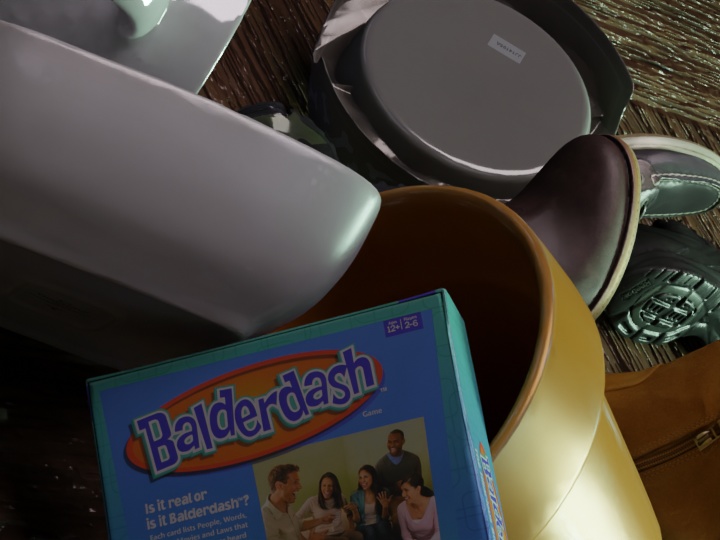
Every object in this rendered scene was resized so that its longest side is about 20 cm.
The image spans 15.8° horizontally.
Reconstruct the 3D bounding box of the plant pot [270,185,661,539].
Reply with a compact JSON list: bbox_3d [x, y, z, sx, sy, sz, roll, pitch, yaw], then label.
[{"bbox_3d":[0.041,0.095,1.159,0.183,0.200,0.200,47,21,-39],"label":"plant pot"}]

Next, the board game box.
[{"bbox_3d":[-0.017,0.121,1.002,0.045,0.152,0.200,54,24,-65],"label":"board game box"}]

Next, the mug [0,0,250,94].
[{"bbox_3d":[-0.146,-0.140,1.181,0.175,0.148,0.200,31,-6,-13],"label":"mug"}]

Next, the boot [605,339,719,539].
[{"bbox_3d":[0.148,0.071,1.390,0.071,0.144,0.201,13,43,-51],"label":"boot"}]

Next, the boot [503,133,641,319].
[{"bbox_3d":[0.048,-0.008,1.289,0.072,0.200,0.166,28,-6,44],"label":"boot"}]

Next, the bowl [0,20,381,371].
[{"bbox_3d":[-0.111,-0.017,1.069,0.200,0.200,0.075,22,72,-20],"label":"bowl"}]

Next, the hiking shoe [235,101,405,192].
[{"bbox_3d":[0.000,0.000,1.357,0.200,0.076,0.101,29,43,-21],"label":"hiking shoe"}]

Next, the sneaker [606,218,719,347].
[{"bbox_3d":[0.221,0.010,1.673,0.200,0.076,0.091,26,28,-43],"label":"sneaker"}]

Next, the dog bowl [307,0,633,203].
[{"bbox_3d":[0.060,-0.096,1.502,0.200,0.059,0.200,13,49,-16],"label":"dog bowl"}]

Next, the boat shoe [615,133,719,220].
[{"bbox_3d":[0.139,-0.044,1.583,0.200,0.072,0.065,4,58,-30],"label":"boat shoe"}]
